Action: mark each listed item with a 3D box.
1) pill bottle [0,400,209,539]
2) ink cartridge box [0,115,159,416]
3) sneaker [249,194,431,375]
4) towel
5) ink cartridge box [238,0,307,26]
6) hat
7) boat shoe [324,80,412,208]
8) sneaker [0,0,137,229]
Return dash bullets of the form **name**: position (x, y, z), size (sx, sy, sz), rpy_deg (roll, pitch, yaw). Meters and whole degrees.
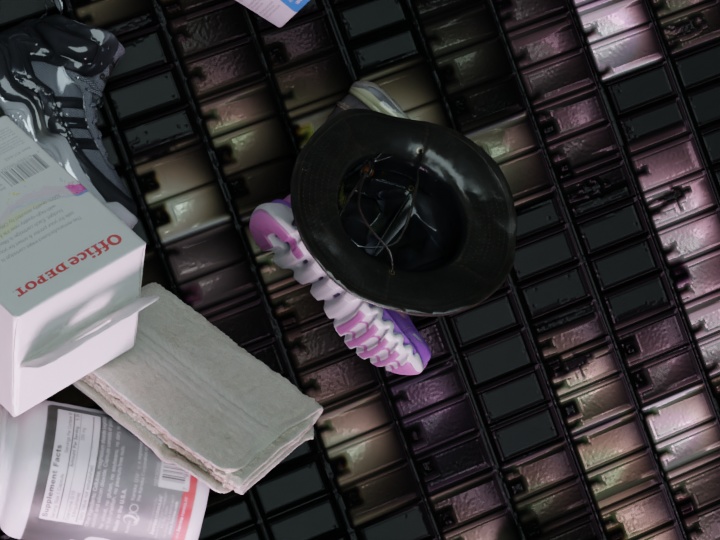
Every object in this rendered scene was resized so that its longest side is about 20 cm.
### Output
- **pill bottle**: position (-0.229, 0.168, 1.600), size (0.199, 0.114, 0.114), rpy_deg (11, 85, -12)
- **ink cartridge box**: position (-0.265, 0.004, 1.535), size (0.128, 0.125, 0.200), rpy_deg (-32, 61, -33)
- **sneaker**: position (0.000, 0.000, 1.687), size (0.200, 0.080, 0.088), rpy_deg (49, 63, -9)
- **towel**: position (-0.139, 0.095, 1.606), size (0.200, 0.035, 0.132), rpy_deg (37, 41, 16)
- **ink cartridge box**: position (-0.117, -0.299, 1.627), size (0.200, 0.145, 0.084), rpy_deg (31, 79, -11)
- **hat**: position (0.026, -0.034, 1.629), size (0.200, 0.081, 0.201), rpy_deg (10, 61, -18)
- **boat shoe**: position (0.044, -0.072, 1.708), size (0.073, 0.074, 0.200), rpy_deg (-42, 89, -1)
- **sneaker**: position (-0.227, -0.133, 1.634), size (0.114, 0.075, 0.200), rpy_deg (-40, 94, -10)
